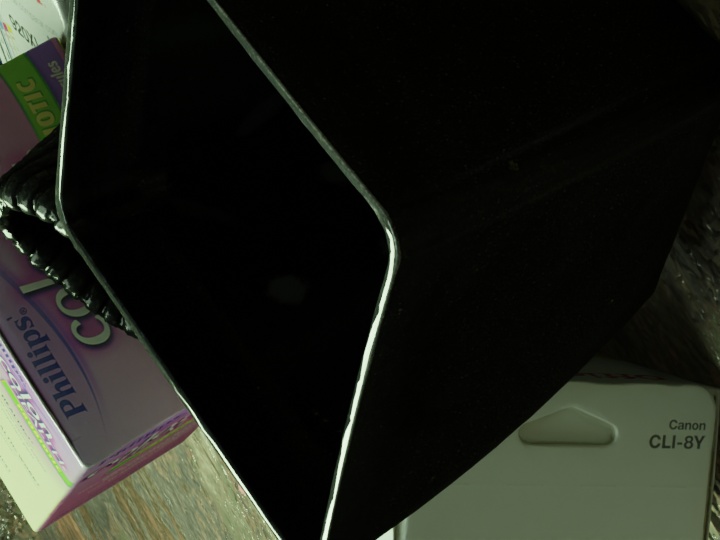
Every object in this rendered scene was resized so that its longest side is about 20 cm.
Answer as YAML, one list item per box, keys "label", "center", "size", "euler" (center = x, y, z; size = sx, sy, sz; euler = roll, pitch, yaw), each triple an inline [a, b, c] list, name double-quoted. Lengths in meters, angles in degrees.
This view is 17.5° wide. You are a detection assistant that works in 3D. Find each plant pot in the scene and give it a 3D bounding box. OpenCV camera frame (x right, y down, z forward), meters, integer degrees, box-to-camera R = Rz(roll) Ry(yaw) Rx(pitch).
- label: "plant pot"
  center: [0.016, -0.047, 0.855]
  size: [0.200, 0.177, 0.200]
  euler: [52, 150, 28]

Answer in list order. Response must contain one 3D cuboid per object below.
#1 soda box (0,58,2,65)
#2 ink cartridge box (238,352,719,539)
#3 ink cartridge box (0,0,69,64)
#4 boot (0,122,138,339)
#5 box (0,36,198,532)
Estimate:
- label: "soda box"
  center: [-0.177, -0.115, 1.303]
  size: [0.071, 0.200, 0.063]
  euler: [56, 162, 18]
- label: "ink cartridge box"
  center: [0.044, 0.075, 1.019]
  size: [0.200, 0.145, 0.084]
  euler: [-166, 79, -69]
- label: "ink cartridge box"
  center: [-0.093, -0.118, 1.148]
  size: [0.147, 0.144, 0.200]
  euler: [41, 154, 49]
- label: "boot"
  center: [-0.034, -0.028, 0.996]
  size: [0.211, 0.158, 0.080]
  euler: [26, 150, 13]
- label: "box"
  center: [-0.150, 0.013, 1.112]
  size: [0.176, 0.097, 0.200]
  euler: [57, 161, 5]
